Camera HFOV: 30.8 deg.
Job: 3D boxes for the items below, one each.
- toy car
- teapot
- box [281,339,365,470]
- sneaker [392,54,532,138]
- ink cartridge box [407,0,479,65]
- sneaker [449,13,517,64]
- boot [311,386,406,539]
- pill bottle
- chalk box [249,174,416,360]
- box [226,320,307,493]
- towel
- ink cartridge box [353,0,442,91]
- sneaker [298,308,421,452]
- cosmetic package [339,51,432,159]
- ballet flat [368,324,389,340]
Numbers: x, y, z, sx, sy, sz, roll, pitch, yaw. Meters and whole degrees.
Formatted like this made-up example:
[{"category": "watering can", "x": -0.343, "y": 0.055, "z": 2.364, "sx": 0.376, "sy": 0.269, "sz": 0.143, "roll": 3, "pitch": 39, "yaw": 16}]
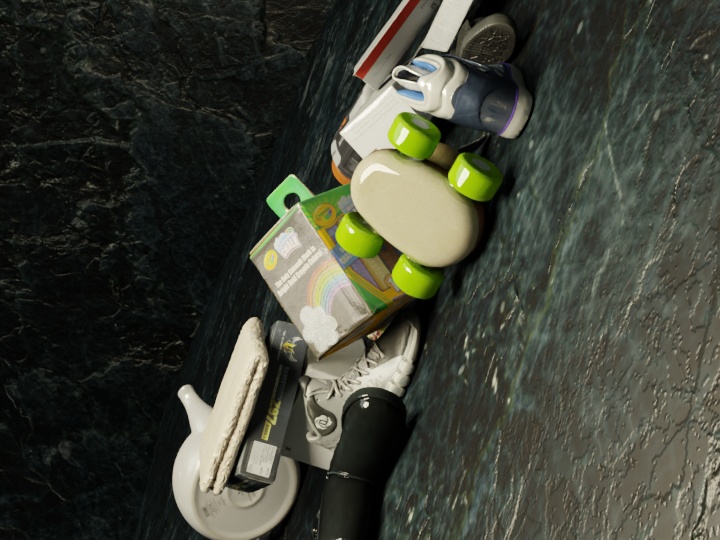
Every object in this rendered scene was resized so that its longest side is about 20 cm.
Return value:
[{"category": "toy car", "x": 0.091, "y": -0.088, "z": 1.484, "sx": 0.164, "sy": 0.158, "sz": 0.200, "roll": -61, "pitch": -14, "yaw": 26}, {"category": "teapot", "x": -0.190, "y": 0.292, "z": 1.902, "sx": 0.146, "sy": 0.197, "sz": 0.200, "roll": 30, "pitch": 101, "yaw": 61}, {"category": "box", "x": -0.051, "y": 0.162, "z": 1.723, "sx": 0.200, "sy": 0.097, "sz": 0.125, "roll": -107, "pitch": 38, "yaw": -72}, {"category": "sneaker", "x": 0.105, "y": -0.212, "z": 1.476, "sx": 0.200, "sy": 0.146, "sz": 0.081, "roll": -106, "pitch": 37, "yaw": -71}, {"category": "ink cartridge box", "x": 0.143, "y": -0.369, "z": 1.716, "sx": 0.200, "sy": 0.041, "sz": 0.200, "roll": -60, "pitch": -1, "yaw": 41}, {"category": "sneaker", "x": 0.147, "y": -0.279, "z": 1.606, "sx": 0.200, "sy": 0.060, "sz": 0.104, "roll": 115, "pitch": 167, "yaw": -60}, {"category": "boot", "x": -0.007, "y": 0.243, "z": 1.441, "sx": 0.198, "sy": 0.073, "sz": 0.163, "roll": 111, "pitch": 173, "yaw": -49}, {"category": "pill bottle", "x": 0.019, "y": -0.200, "z": 1.973, "sx": 0.200, "sy": 0.106, "sz": 0.106, "roll": 127, "pitch": 159, "yaw": -57}, {"category": "chalk box", "x": -0.034, "y": -0.021, "z": 1.541, "sx": 0.124, "sy": 0.200, "sz": 0.124, "roll": -23, "pitch": -13, "yaw": -45}, {"category": "box", "x": -0.124, "y": 0.176, "z": 1.662, "sx": 0.158, "sy": 0.051, "sz": 0.200, "roll": 140, "pitch": 146, "yaw": -68}, {"category": "towel", "x": -0.155, "y": 0.168, "z": 1.613, "sx": 0.133, "sy": 0.034, "sz": 0.200, "roll": -116, "pitch": 46, "yaw": -71}, {"category": "ink cartridge box", "x": 0.053, "y": -0.309, "z": 1.701, "sx": 0.163, "sy": 0.057, "sz": 0.200, "roll": -53, "pitch": 11, "yaw": 9}, {"category": "sneaker", "x": -0.009, "y": 0.126, "z": 1.534, "sx": 0.075, "sy": 0.115, "sz": 0.200, "roll": -117, "pitch": 48, "yaw": -75}, {"category": "cosmetic package", "x": 0.050, "y": -0.217, "z": 1.750, "sx": 0.102, "sy": 0.074, "sz": 0.200, "roll": -40, "pitch": 7, "yaw": 24}, {"category": "ballet flat", "x": 0.000, "y": 0.000, "z": 1.646, "sx": 0.064, "sy": 0.076, "sz": 0.200, "roll": -26, "pitch": -63, "yaw": -52}]
